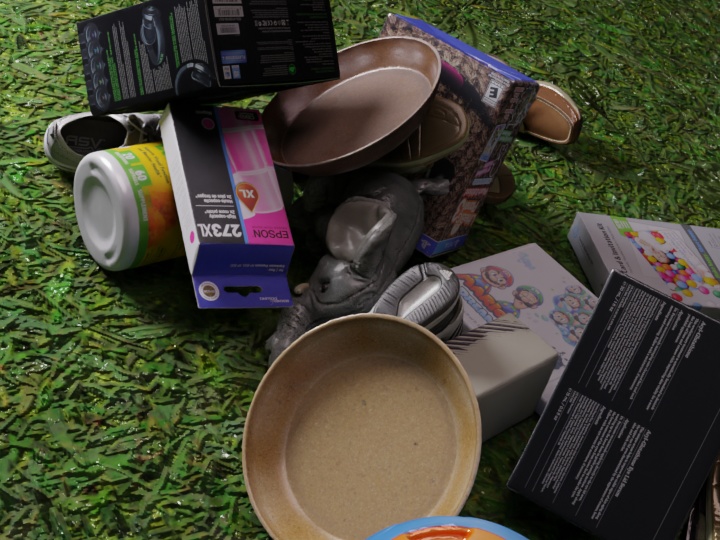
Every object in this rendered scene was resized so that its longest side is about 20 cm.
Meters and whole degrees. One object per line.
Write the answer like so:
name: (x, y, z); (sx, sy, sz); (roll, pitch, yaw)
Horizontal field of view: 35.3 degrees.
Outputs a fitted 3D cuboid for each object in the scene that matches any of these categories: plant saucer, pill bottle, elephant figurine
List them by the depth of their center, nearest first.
plant saucer: (0.003, 0.136, 0.884); (0.200, 0.201, 0.035); (40, -1, 28)
elephant figurine: (0.000, 0.000, 1.067); (0.140, 0.156, 0.201); (22, 33, -21)
pill bottle: (-0.167, -0.074, 1.100); (0.198, 0.112, 0.111); (-16, 47, -37)
plant saucer: (-0.009, -0.155, 1.101); (0.198, 0.035, 0.202); (-18, 36, 14)

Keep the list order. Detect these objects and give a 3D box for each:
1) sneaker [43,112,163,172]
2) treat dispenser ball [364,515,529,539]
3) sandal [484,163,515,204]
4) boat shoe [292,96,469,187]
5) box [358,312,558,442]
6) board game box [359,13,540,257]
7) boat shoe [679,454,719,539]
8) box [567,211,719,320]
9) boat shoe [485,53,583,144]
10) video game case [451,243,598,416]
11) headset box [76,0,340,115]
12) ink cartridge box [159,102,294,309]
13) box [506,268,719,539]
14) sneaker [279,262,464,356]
sneaker: (-0.224, -0.125, 1.155); (0.197, 0.076, 0.082); (-2, -2, -11)
treat dispenser ball: (0.054, 0.254, 0.693); (0.198, 0.203, 0.202); (11, 36, -9)
sandal: (0.120, -0.115, 1.334); (0.081, 0.055, 0.200); (7, 23, -24)
boat shoe: (0.020, -0.123, 1.148); (0.063, 0.198, 0.074); (33, 45, -61)
box: (0.081, 0.112, 0.993); (0.199, 0.083, 0.068); (-19, 49, -42)
board game box: (0.069, -0.144, 1.202); (0.158, 0.202, 0.097); (31, 19, 19)
boat shoe: (0.294, 0.219, 0.929); (0.071, 0.066, 0.202); (32, 48, -14)
box: (0.351, 0.003, 1.283); (0.197, 0.042, 0.157); (5, 38, -15)
boat shoe: (0.198, -0.217, 1.484); (0.073, 0.077, 0.199); (-25, 45, -36)
video game case: (0.183, 0.054, 1.159); (0.180, 0.024, 0.200); (-16, 48, -38)
headset box: (-0.151, -0.211, 1.095); (0.198, 0.094, 0.173); (-3, 8, 39)
ink cartridge box: (-0.118, -0.061, 1.023); (0.093, 0.037, 0.202); (0, 61, -30)
box: (0.229, 0.120, 0.938); (0.140, 0.202, 0.079); (28, 6, 15)
sneaker: (0.014, 0.088, 1.005); (0.199, 0.116, 0.076); (-33, 53, -6)
